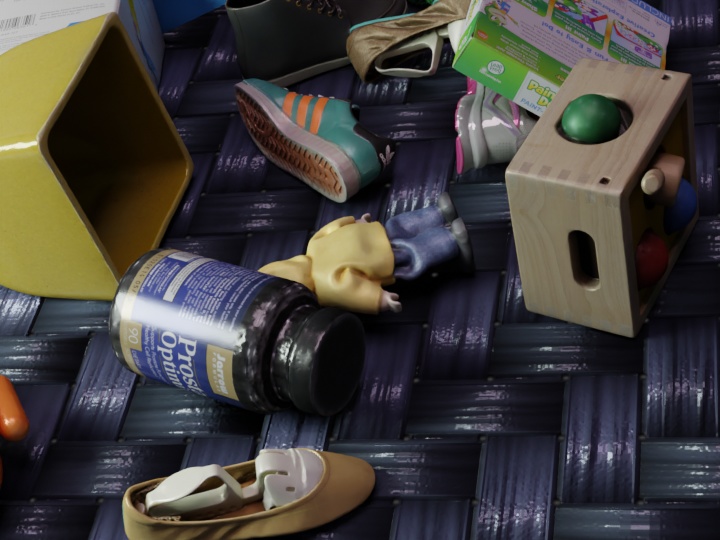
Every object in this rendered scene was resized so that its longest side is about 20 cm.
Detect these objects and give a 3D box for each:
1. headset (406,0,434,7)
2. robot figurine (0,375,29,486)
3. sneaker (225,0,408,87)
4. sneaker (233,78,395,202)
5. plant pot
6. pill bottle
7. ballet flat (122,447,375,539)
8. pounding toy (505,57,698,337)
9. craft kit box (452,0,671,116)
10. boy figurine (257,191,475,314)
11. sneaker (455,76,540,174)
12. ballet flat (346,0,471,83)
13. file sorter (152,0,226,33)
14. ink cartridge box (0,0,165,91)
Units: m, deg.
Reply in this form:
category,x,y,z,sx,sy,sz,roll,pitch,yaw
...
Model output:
category,x,y,z,sx,sy,sz,roll,pitch,yaw
headset,0.102,-0.383,1.672,0.122,0.094,0.201,12,60,27
robot figurine,-0.358,0.139,1.230,0.143,0.117,0.201,12,29,-32
sneaker,-0.042,-0.272,1.585,0.199,0.107,0.075,-28,43,-14
sneaker,-0.045,-0.138,1.476,0.079,0.072,0.200,-31,49,-24
plant pot,-0.305,-0.097,1.422,0.198,0.195,0.197,-5,42,24
pill bottle,-0.100,0.054,1.247,0.198,0.113,0.112,14,49,29
ballet flat,-0.087,0.171,1.154,0.198,0.063,0.069,-16,42,-1
pounding toy,0.211,-0.064,1.216,0.141,0.201,0.185,14,49,28
craft kit box,0.195,-0.215,1.421,0.198,0.049,0.199,28,42,-9
boy figurine,0.000,0.000,1.313,0.198,0.065,0.125,-21,42,-6
sneaker,0.143,-0.166,1.445,0.087,0.082,0.201,4,48,10
ballet flat,0.076,-0.237,1.528,0.198,0.068,0.073,-16,72,22
file sorter,-0.183,-0.367,1.658,0.199,0.139,0.123,-15,27,42
ink cartridge box,-0.298,-0.227,1.582,0.145,0.146,0.201,-8,42,7
